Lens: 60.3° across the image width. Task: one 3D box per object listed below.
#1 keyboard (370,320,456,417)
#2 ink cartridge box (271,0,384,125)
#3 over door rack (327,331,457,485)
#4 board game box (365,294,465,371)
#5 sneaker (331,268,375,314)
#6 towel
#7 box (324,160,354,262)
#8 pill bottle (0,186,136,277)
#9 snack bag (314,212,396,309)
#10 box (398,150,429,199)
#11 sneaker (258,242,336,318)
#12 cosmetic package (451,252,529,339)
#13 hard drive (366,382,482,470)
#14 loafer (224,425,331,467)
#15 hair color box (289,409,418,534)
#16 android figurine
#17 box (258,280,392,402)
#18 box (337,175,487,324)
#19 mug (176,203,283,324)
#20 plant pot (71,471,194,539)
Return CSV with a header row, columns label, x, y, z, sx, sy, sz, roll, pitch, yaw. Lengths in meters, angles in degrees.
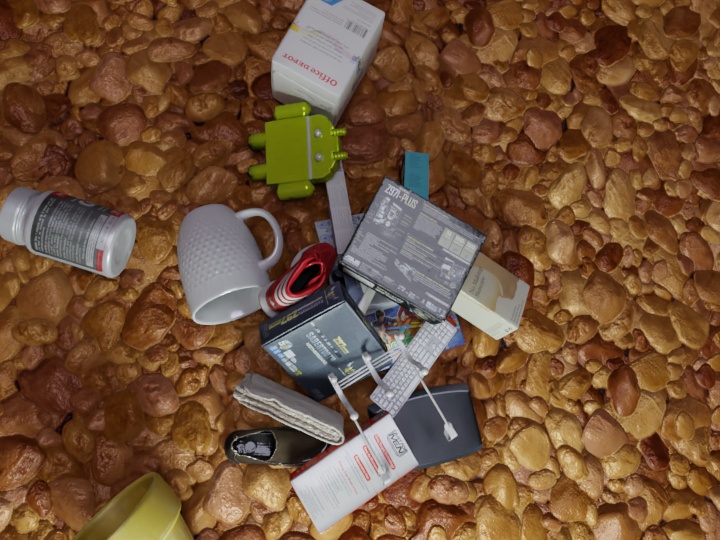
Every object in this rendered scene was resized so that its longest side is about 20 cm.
label,x,y,z,sx,sy,sz,roll,pitch,yaw
keyboard,0.097,0.167,1.120,0.056,0.011,0.201,37,75,7
ink cartridge box,-0.066,-0.412,1.199,0.145,0.145,0.203,28,75,0
over door rack,0.056,0.222,1.002,0.146,0.067,0.203,-28,87,-11
board game box,0.083,0.102,1.160,0.196,0.034,0.138,-15,79,-11
sneaker,0.000,0.000,1.104,0.083,0.075,0.203,28,71,0
towel,-0.116,0.231,1.055,0.197,0.133,0.035,25,91,-2
box,-0.040,-0.115,1.170,0.040,0.039,0.204,-8,66,-8
pill bottle,-0.506,-0.070,1.079,0.196,0.114,0.116,18,75,-3
snack bag,0.019,-0.019,1.166,0.184,0.022,0.204,-9,66,-9
box,0.097,-0.116,1.164,0.048,0.083,0.204,6,63,-4
sneaker,-0.075,0.003,1.043,0.079,0.115,0.201,52,44,-13
cosmetic package,0.207,0.027,1.149,0.198,0.071,0.106,32,58,-10
hard drive,0.119,0.285,1.121,0.195,0.042,0.138,-11,79,-10
loafer,-0.137,0.305,1.066,0.195,0.071,0.075,-4,78,-9
hair color box,-0.012,0.334,1.041,0.198,0.061,0.103,-31,87,-10
android figurine,-0.118,-0.226,1.172,0.195,0.041,0.187,-4,81,14
box,-0.054,0.125,1.040,0.156,0.201,0.052,-28,45,6
box,0.083,-0.030,1.037,0.197,0.086,0.166,29,82,-1
mug,-0.224,-0.029,1.082,0.197,0.147,0.178,-26,71,12
plant pot,-0.334,0.455,0.955,0.200,0.200,0.190,-39,101,-14
